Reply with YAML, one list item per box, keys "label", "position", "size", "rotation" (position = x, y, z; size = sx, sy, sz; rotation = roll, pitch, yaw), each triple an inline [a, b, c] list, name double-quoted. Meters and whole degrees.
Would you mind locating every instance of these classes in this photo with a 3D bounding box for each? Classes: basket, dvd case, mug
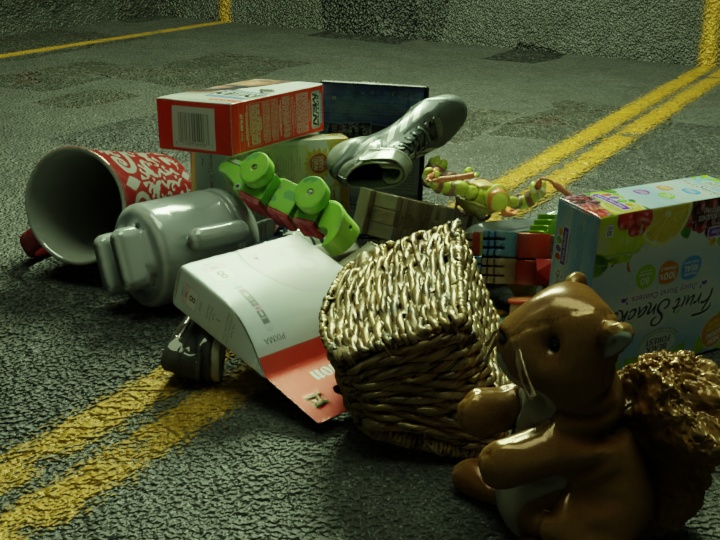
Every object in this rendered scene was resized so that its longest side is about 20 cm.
- label: "basket"
  position: [0.051, 0.075, 0.921]
  size: [0.141, 0.150, 0.201]
  rotation: [-19, 24, 13]
- label: "dvd case"
  position: [0.014, -0.143, 1.377]
  size: [0.140, 0.203, 0.018]
  rotation: [4, 17, 4]
- label: "mug"
  position: [-0.314, -0.087, 1.296]
  size: [0.175, 0.136, 0.200]
  rotation: [0, 8, 18]

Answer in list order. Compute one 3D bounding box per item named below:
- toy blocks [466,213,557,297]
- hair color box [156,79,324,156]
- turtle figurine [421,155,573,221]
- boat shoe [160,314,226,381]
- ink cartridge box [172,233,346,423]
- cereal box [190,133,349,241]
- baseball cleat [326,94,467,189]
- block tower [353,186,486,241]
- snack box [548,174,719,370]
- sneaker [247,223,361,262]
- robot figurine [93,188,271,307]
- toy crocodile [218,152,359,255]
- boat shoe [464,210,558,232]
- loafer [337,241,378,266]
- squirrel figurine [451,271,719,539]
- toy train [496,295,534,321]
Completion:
- label: "toy blocks"
  position: [0.164, -0.012, 1.102]
  size: [0.135, 0.102, 0.198]
  rotation: [2, 1, -42]
- label: "hair color box"
  position: [-0.140, -0.188, 1.273]
  size: [0.110, 0.065, 0.199]
  rotation: [9, 18, 27]
- label: "turtle figurine"
  position: [0.147, -0.092, 1.266]
  size: [0.197, 0.065, 0.161]
  rotation: [3, 12, -20]
- label: "boat shoe"
  position: [-0.155, 0.045, 1.047]
  size: [0.056, 0.068, 0.201]
  rotation: [5, 23, -3]
- label: "ink cartridge box"
  position: [-0.052, 0.045, 0.987]
  size: [0.199, 0.058, 0.162]
  rotation: [31, 30, 31]
- label: "cereal box"
  position: [-0.112, -0.093, 1.320]
  size: [0.197, 0.146, 0.040]
  rotation: [-4, 19, -17]
- label: "baseball cleat"
  position: [0.059, -0.147, 1.289]
  size: [0.198, 0.070, 0.107]
  rotation: [-28, 35, -10]
- label: "block tower"
  position: [0.075, -0.058, 1.286]
  size: [0.057, 0.055, 0.199]
  rotation: [17, 7, 40]
- label: "snack box"
  position: [0.277, 0.006, 1.028]
  size: [0.197, 0.171, 0.068]
  rotation: [-9, 25, -28]
- label: "sneaker"
  position: [-0.082, -0.030, 1.192]
  size: [0.085, 0.075, 0.199]
  rotation: [52, 25, 18]
- label: "robot figurine"
  position: [-0.193, -0.028, 1.175]
  size: [0.198, 0.115, 0.168]
  rotation: [-17, 7, -41]
- label: "toy crocodile"
  position: [-0.079, -0.073, 1.140]
  size: [0.198, 0.062, 0.068]
  rotation: [26, -15, 31]
- label: "boat shoe"
  position: [0.215, -0.028, 1.281]
  size: [0.197, 0.068, 0.074]
  rotation: [-10, -16, -21]
- label: "loafer"
  position: [0.000, 0.000, 1.175]
  size: [0.198, 0.071, 0.075]
  rotation: [-11, 23, -32]
- label: "squirrel figurine"
  position: [0.167, 0.098, 0.735]
  size: [0.197, 0.190, 0.142]
  rotation: [-1, 19, -6]
- label: "toy train"
  position: [0.114, 0.039, 1.096]
  size: [0.197, 0.056, 0.151]
  rotation: [1, 20, 2]
